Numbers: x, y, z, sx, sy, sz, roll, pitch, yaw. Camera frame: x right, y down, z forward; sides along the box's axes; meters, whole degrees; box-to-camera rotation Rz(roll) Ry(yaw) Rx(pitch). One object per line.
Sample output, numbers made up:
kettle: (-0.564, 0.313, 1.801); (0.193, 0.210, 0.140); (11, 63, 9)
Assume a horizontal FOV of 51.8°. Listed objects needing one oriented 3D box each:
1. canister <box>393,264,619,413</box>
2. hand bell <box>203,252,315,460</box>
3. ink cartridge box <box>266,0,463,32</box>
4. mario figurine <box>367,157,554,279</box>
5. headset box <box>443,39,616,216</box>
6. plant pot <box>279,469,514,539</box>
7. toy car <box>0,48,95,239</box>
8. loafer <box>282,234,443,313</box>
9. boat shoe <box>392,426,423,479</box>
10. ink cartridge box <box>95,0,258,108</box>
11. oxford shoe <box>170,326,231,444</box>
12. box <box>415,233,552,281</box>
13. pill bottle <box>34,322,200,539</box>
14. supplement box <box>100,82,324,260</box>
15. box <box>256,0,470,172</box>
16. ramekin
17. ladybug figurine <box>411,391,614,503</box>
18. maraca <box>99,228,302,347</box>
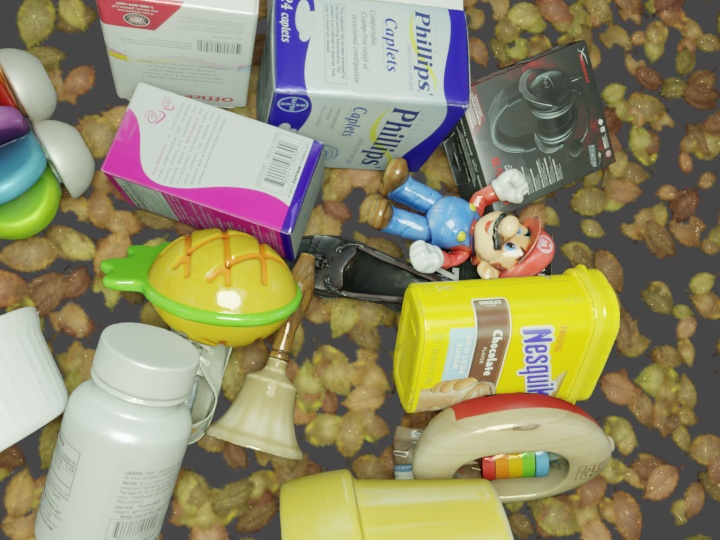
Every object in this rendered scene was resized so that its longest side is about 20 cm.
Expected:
canister: (0.140, 0.074, 0.751); (0.196, 0.150, 0.087); (-3, 41, -11)
hand bell: (-0.082, 0.080, 0.758); (0.103, 0.104, 0.203); (16, 78, -10)
ink cartridge box: (-0.002, -0.303, 0.832); (0.196, 0.145, 0.086); (3, 78, -13)
mario figurine: (0.113, -0.055, 0.779); (0.197, 0.106, 0.125); (20, 106, 2)
headset box: (0.183, -0.160, 0.865); (0.198, 0.077, 0.151); (-24, 104, -18)
plant pot: (0.038, 0.269, 0.648); (0.186, 0.201, 0.204); (-10, 82, -3)
toy car: (-0.366, -0.129, 0.709); (0.173, 0.150, 0.202); (-29, 87, -17)
loafer: (0.000, 0.000, 0.793); (0.197, 0.063, 0.073); (15, 80, 8)
boat shoe: (0.131, 0.186, 0.809); (0.197, 0.072, 0.074); (-5, 79, -14)
ink cartridge box: (-0.181, -0.249, 0.750); (0.145, 0.200, 0.087); (2, 78, -13)
oxford shoe: (-0.167, 0.077, 0.767); (0.074, 0.058, 0.203); (10, 75, -7)
box: (0.138, 0.050, 0.850); (0.157, 0.049, 0.204); (7, 78, -10)
pill bottle: (-0.216, 0.157, 0.672); (0.113, 0.114, 0.203); (18, 103, -9)
supplement box: (-0.145, -0.099, 0.763); (0.197, 0.103, 0.103); (19, 76, 2)
box: (-0.006, -0.189, 0.789); (0.196, 0.184, 0.107); (0, 77, -13)
ramekin: (-0.356, 0.123, 0.644); (0.199, 0.200, 0.099); (-29, 94, -17)
ladybug figurine: (0.146, 0.170, 0.726); (0.196, 0.137, 0.073); (-2, 44, -1)
maraca: (-0.153, 0.011, 0.716); (0.197, 0.137, 0.109); (14, 110, 14)
